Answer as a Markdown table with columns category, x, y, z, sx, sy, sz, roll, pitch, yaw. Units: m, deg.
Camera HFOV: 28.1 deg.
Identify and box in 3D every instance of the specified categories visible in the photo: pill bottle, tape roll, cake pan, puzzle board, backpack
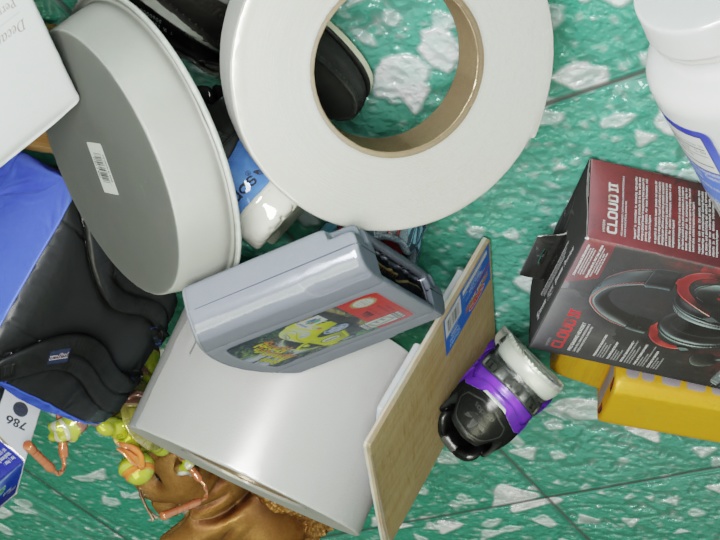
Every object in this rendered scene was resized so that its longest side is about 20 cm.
| category | x | y | z | sx | sy | sz | roll | pitch | yaw |
| --- | --- | --- | --- | --- | --- | --- | --- | --- | --- |
| pill bottle | 0.238 | -0.107 | 0.858 | 0.111 | 0.113 | 0.200 | -13 | 138 | 28 |
| tape roll | 0.017 | -0.123 | 0.847 | 0.201 | 0.037 | 0.205 | -5 | 110 | -15 |
| cake pan | -0.143 | -0.071 | 0.886 | 0.037 | 0.201 | 0.201 | -27 | 155 | -27 |
| puzzle board | 0.054 | 0.091 | 1.104 | 0.017 | 0.201 | 0.151 | 19 | 148 | 21 |
| tape roll | -0.063 | 0.102 | 1.123 | 0.201 | 0.140 | 0.203 | 24 | 168 | 6 |
| backpack | -0.238 | 0.010 | 1.078 | 0.167 | 0.163 | 0.200 | 27 | 170 | 29 |

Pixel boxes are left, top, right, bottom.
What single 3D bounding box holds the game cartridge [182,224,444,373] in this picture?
| category | x | y | z | sx | sy | sz | roll | pitch | yaw |
| --- | --- | --- | --- | --- | --- | --- | --- | --- | --- |
| game cartridge | -0.031 | 0.025 | 0.927 | 0.132 | 0.041 | 0.200 | -18 | 165 | 15 |

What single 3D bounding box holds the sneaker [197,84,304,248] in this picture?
| category | x | y | z | sx | sy | sz | roll | pitch | yaw |
| --- | --- | --- | --- | --- | --- | --- | --- | --- | --- |
| sneaker | -0.081 | -0.076 | 0.970 | 0.111 | 0.200 | 0.077 | 44 | 99 | -1 |

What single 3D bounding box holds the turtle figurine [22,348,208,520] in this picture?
| category | x | y | z | sx | sy | sz | roll | pitch | yaw |
| --- | --- | --- | --- | --- | --- | --- | --- | --- | --- |
| turtle figurine | -0.196 | 0.112 | 1.193 | 0.064 | 0.163 | 0.199 | -33 | 144 | 30 |

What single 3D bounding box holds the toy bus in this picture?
| category | x | y | z | sx | sy | sz | roll | pitch | yaw |
| --- | --- | --- | --- | --- | --- | --- | --- | --- | --- |
| toy bus | 0.253 | 0.086 | 1.146 | 0.198 | 0.079 | 0.065 | 10 | 144 | -2 |

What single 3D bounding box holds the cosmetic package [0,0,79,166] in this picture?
| category | x | y | z | sx | sy | sz | roll | pitch | yaw |
| --- | --- | --- | --- | --- | --- | --- | --- | --- | --- |
| cosmetic package | -0.300 | -0.144 | 0.807 | 0.166 | 0.166 | 0.201 | 18 | 142 | 38 |

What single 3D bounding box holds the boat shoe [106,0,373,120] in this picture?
| category | x | y | z | sx | sy | sz | roll | pitch | yaw |
| --- | --- | --- | --- | --- | --- | --- | --- | --- | --- |
| boat shoe | -0.077 | -0.147 | 0.917 | 0.201 | 0.064 | 0.073 | 31 | 137 | -30 |

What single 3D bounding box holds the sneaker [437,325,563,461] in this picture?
| category | x | y | z | sx | sy | sz | roll | pitch | yaw |
| --- | --- | --- | --- | --- | --- | --- | --- | --- | --- |
| sneaker | 0.102 | 0.102 | 1.126 | 0.070 | 0.100 | 0.200 | 44 | -177 | 9 |

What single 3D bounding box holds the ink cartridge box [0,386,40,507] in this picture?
| category | x | y | z | sx | sy | sz | roll | pitch | yaw |
| --- | --- | --- | --- | --- | --- | --- | --- | --- | --- |
| ink cartridge box | -0.291 | 0.105 | 1.186 | 0.039 | 0.202 | 0.099 | 26 | 139 | -24 |

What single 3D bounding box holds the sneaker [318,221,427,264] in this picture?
| category | x | y | z | sx | sy | sz | roll | pitch | yaw |
| --- | --- | --- | --- | --- | --- | --- | --- | --- | --- |
| sneaker | 0.000 | 0.000 | 1.068 | 0.078 | 0.096 | 0.201 | 11 | 144 | -4 |

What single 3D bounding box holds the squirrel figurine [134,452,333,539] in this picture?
| category | x | y | z | sx | sy | sz | roll | pitch | yaw |
| --- | --- | --- | --- | --- | --- | --- | --- | --- | --- |
| squirrel figurine | -0.116 | 0.199 | 1.363 | 0.198 | 0.142 | 0.187 | -22 | 126 | 15 |

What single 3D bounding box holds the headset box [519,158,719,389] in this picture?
| category | x | y | z | sx | sy | sz | roll | pitch | yaw |
| --- | --- | --- | --- | --- | --- | --- | --- | --- | --- |
| headset box | 0.218 | 0.006 | 1.047 | 0.198 | 0.076 | 0.149 | 13 | 145 | -5 |

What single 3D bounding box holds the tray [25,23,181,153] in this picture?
| category | x | y | z | sx | sy | sz | roll | pitch | yaw |
| --- | --- | --- | --- | --- | --- | --- | --- | --- | --- |
| tray | -0.224 | -0.127 | 0.997 | 0.198 | 0.037 | 0.099 | 9 | 144 | 1 |
